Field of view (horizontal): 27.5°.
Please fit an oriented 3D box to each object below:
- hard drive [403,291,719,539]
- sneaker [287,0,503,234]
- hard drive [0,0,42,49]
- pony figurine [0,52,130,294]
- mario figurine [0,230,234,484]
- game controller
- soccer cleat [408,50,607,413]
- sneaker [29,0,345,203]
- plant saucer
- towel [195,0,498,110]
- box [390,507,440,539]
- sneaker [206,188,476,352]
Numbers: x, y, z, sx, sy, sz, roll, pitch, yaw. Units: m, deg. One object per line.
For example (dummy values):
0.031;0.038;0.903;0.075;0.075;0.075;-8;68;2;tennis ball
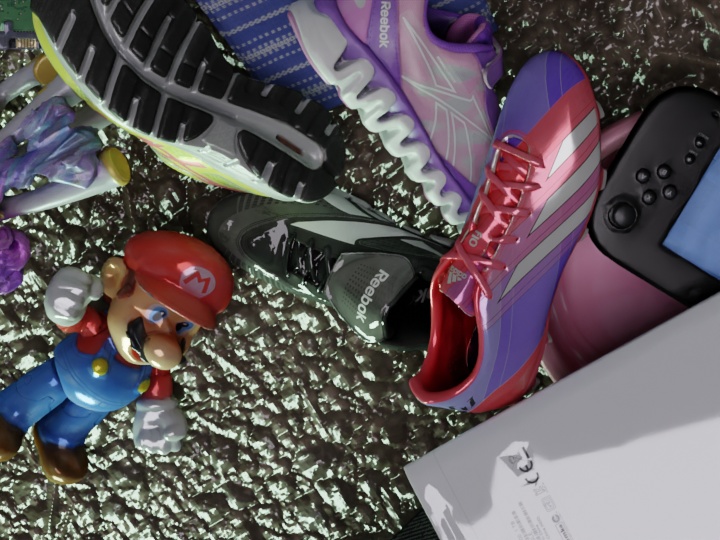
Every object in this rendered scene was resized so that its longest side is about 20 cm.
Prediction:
0.140;0.116;0.787;0.199;0.027;0.133;-30;81;10;hard drive
0.050;-0.094;0.821;0.088;0.081;0.200;-38;120;8;sneaker
-0.201;-0.225;0.824;0.138;0.038;0.202;-2;101;-14;hard drive
-0.226;-0.041;0.842;0.199;0.194;0.167;-27;119;13;pony figurine
-0.151;0.060;0.898;0.200;0.123;0.106;-46;76;23;mario figurine
0.223;-0.015;0.804;0.199;0.042;0.105;30;105;-8;game controller
0.077;-0.017;0.785;0.067;0.076;0.202;29;115;44;soccer cleat
-0.107;-0.095;0.829;0.200;0.090;0.079;36;70;-30;sneaker
0.190;-0.001;0.856;0.199;0.051;0.202;1;106;2;plant saucer
-0.023;-0.172;0.804;0.144;0.024;0.200;-22;139;13;towel
0.061;0.232;0.861;0.107;0.200;0.149;-29;96;51;box
0.000;0.000;0.871;0.199;0.091;0.067;19;108;2;sneaker
